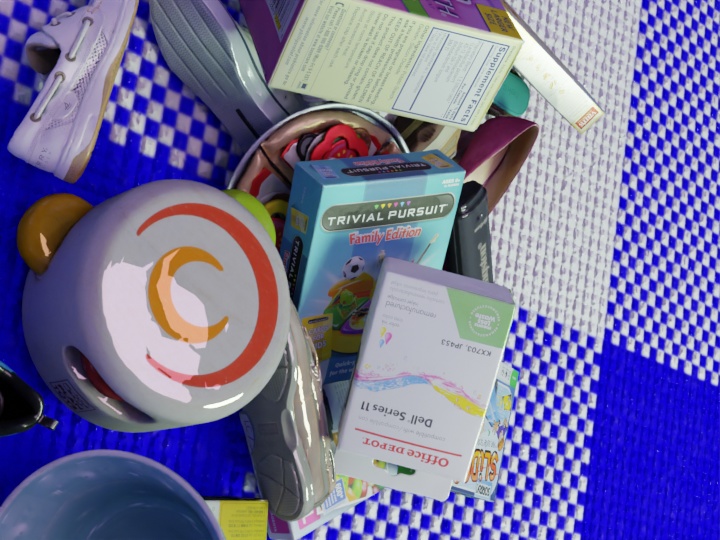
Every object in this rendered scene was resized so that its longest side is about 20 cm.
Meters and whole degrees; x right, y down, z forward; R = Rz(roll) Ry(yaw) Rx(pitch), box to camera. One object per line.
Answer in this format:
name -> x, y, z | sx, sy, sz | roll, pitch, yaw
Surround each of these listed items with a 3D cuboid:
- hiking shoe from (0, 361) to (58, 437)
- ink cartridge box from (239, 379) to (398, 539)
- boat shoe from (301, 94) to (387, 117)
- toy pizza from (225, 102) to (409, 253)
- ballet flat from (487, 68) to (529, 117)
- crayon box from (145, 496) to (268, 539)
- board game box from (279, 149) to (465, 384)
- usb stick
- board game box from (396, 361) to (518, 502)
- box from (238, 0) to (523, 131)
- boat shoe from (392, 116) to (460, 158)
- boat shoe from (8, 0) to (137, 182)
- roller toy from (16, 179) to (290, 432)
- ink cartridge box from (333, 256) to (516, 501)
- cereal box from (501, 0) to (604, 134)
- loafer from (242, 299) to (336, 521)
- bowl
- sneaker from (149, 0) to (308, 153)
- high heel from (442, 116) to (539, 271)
hiking shoe -> -0.306, 0.062, 1.016 | 0.199, 0.086, 0.075 | 28, 68, -41
ink cartridge box -> -0.016, 0.151, 1.341 | 0.199, 0.042, 0.120 | -24, 104, -45
boat shoe -> 0.002, -0.162, 1.336 | 0.200, 0.070, 0.070 | -27, 120, -61
toy pizza -> -0.031, -0.047, 1.284 | 0.199, 0.032, 0.202 | -15, 120, -27
ballet flat -> 0.095, -0.200, 1.450 | 0.200, 0.075, 0.068 | 29, 77, -53
crayon box -> -0.141, 0.285, 1.195 | 0.126, 0.051, 0.202 | 10, 79, -44
board game box -> 0.000, 0.000, 1.277 | 0.150, 0.047, 0.201 | -8, 124, -34
usb stick -> 0.107, 0.002, 1.426 | 0.055, 0.033, 0.201 | -38, 139, -29
board game box -> 0.096, 0.143, 1.400 | 0.200, 0.034, 0.136 | 30, 71, -65
box -> 0.009, -0.224, 1.240 | 0.199, 0.097, 0.176 | 10, 38, -27
boat shoe -> 0.038, -0.090, 1.396 | 0.200, 0.071, 0.077 | -39, 130, -36
boat shoe -> -0.220, -0.166, 1.123 | 0.069, 0.071, 0.201 | 19, 57, -16
roller toy -> -0.161, 0.030, 1.130 | 0.199, 0.139, 0.184 | 1, 80, -37
ink cartridge box -> 0.049, 0.102, 1.243 | 0.116, 0.067, 0.201 | 14, 102, -3
cereal box -> 0.153, -0.235, 1.478 | 0.039, 0.144, 0.200 | -42, 127, 11
loafer -> -0.061, 0.107, 1.236 | 0.063, 0.072, 0.202 | -20, 107, -50
bowl -> -0.173, 0.235, 1.089 | 0.105, 0.199, 0.202 | 33, 59, -75
sneaker -> -0.111, -0.179, 1.257 | 0.201, 0.073, 0.071 | 59, 34, -32
high heel -> 0.111, -0.063, 1.444 | 0.067, 0.096, 0.201 | 31, 66, -40
